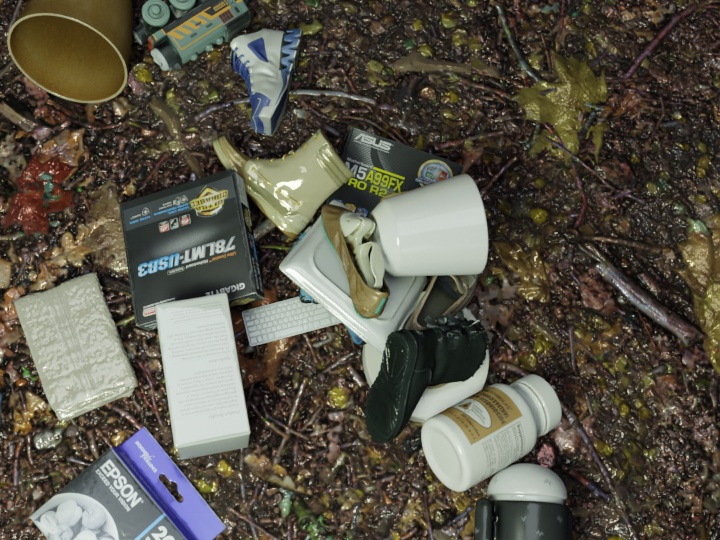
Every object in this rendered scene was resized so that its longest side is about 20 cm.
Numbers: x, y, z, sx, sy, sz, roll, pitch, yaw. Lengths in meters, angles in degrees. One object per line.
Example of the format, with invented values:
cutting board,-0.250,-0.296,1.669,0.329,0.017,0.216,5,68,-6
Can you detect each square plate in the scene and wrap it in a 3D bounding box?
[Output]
square plate,0.000,0.000,1.419,0.199,0.028,0.199,40,42,-4

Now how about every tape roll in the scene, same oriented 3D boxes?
tape roll,0.102,0.135,1.474,0.199,0.037,0.206,2,72,-7

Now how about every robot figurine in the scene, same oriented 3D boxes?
robot figurine,0.239,0.384,1.373,0.123,0.150,0.203,-3,72,20

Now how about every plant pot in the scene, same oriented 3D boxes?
plant pot,-0.438,-0.407,1.505,0.183,0.187,0.202,11,59,-4

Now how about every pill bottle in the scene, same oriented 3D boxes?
pill bottle,0.198,0.234,1.406,0.198,0.114,0.115,-23,77,-28

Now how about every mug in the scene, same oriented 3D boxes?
mug,0.091,-0.056,1.421,0.151,0.187,0.152,-10,88,-11

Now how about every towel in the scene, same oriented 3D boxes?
towel,-0.423,0.112,1.411,0.131,0.035,0.202,-20,76,-15

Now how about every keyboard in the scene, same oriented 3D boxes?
keyboard,-0.084,0.067,1.483,0.197,0.011,0.057,-14,75,-12

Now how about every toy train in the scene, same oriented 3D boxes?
toy train,-0.277,-0.415,1.572,0.199,0.085,0.115,-37,90,-16

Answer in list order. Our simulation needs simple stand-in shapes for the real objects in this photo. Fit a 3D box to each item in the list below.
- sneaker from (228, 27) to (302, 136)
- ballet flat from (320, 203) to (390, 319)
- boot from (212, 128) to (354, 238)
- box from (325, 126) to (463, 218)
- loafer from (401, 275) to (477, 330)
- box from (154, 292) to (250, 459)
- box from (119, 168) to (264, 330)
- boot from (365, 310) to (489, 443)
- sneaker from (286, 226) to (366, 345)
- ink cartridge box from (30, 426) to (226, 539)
sneaker,-0.170,-0.323,1.562,0.113,0.081,0.202,13,65,0
ballet flat,-0.001,-0.029,1.366,0.067,0.072,0.202,5,54,-35
boot,-0.122,-0.173,1.490,0.155,0.073,0.200,-44,86,8
box,0.052,-0.125,1.543,0.197,0.044,0.162,19,73,-1
loafer,0.132,0.036,1.455,0.071,0.063,0.201,32,61,7
box,-0.226,0.156,1.361,0.105,0.152,0.203,-9,75,-11
box,-0.257,-0.030,1.435,0.197,0.050,0.201,-15,73,11
boot,0.099,0.157,1.395,0.161,0.201,0.073,-7,32,-37
sneaker,-0.046,0.034,1.462,0.090,0.078,0.201,-37,72,15
ink cartridge box,-0.326,0.358,1.344,0.200,0.043,0.198,-41,82,-18
